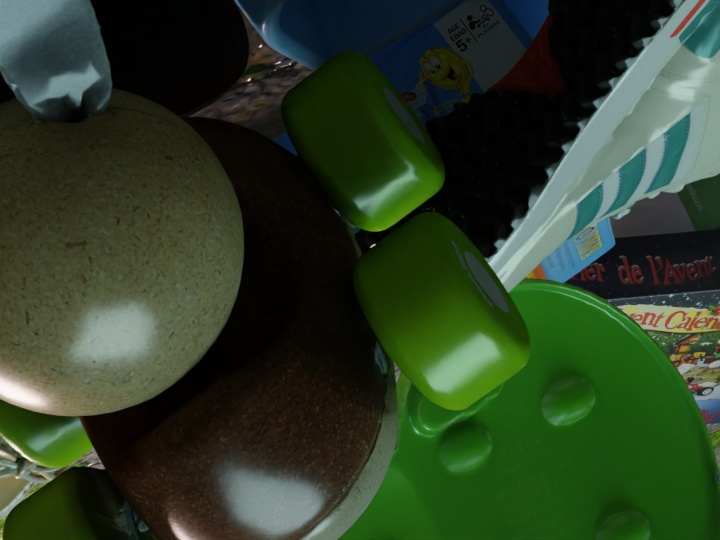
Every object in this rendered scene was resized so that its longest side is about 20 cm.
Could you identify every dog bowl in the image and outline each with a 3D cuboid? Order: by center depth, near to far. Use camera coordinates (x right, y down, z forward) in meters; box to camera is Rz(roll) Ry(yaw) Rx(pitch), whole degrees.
[{"bbox_3d":[0.017,-0.111,0.752,0.111,0.050,0.200,-30,161,17],"label":"dog bowl"}]

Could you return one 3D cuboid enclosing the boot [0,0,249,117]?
[{"bbox_3d":[-0.141,-0.060,0.689,0.199,0.075,0.097,-9,172,-28],"label":"boot"}]

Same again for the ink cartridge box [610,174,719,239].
[{"bbox_3d":[0.163,-0.020,1.140,0.200,0.088,0.145,-38,157,32],"label":"ink cartridge box"}]

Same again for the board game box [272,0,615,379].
[{"bbox_3d":[0.000,0.000,0.818,0.195,0.056,0.200,-36,162,0],"label":"board game box"}]

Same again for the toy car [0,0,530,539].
[{"bbox_3d":[-0.079,-0.013,0.593,0.164,0.158,0.200,-36,134,12],"label":"toy car"}]

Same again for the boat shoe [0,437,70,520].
[{"bbox_3d":[-0.130,0.044,0.858,0.073,0.063,0.201,2,132,-44],"label":"boat shoe"}]

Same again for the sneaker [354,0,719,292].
[{"bbox_3d":[0.082,-0.037,0.682,0.093,0.070,0.200,24,114,-36],"label":"sneaker"}]

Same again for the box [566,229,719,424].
[{"bbox_3d":[0.104,0.038,1.065,0.199,0.038,0.137,-5,147,-10],"label":"box"}]

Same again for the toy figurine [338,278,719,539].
[{"bbox_3d":[0.004,0.106,0.783,0.199,0.151,0.184,-22,178,-38],"label":"toy figurine"}]
